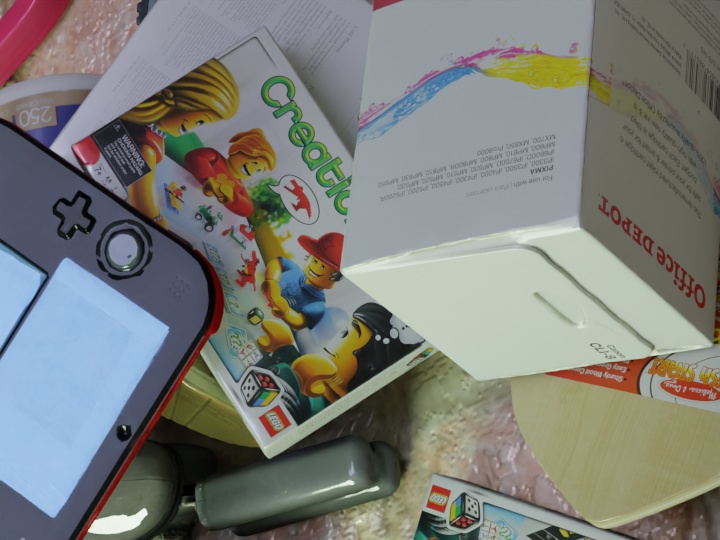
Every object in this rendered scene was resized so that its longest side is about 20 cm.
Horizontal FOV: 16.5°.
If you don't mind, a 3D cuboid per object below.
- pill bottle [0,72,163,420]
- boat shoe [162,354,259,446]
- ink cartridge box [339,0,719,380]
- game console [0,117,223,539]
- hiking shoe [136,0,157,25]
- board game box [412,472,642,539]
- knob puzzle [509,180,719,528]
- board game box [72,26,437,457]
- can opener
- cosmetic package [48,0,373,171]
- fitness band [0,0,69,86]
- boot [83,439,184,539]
[{"bbox_3d":[-0.169,-0.007,1.493,0.115,0.116,0.201,-21,67,31],"label":"pill bottle"},{"bbox_3d":[-0.125,0.029,1.395,0.200,0.073,0.063,29,67,4],"label":"boat shoe"},{"bbox_3d":[0.094,-0.066,1.270,0.144,0.145,0.201,-12,58,33],"label":"ink cartridge box"},{"bbox_3d":[-0.183,0.043,1.322,0.177,0.031,0.200,34,94,14],"label":"game console"},{"bbox_3d":[-0.081,-0.102,1.492,0.086,0.074,0.201,-13,70,10],"label":"hiking shoe"},{"bbox_3d":[0.105,0.193,1.291,0.200,0.035,0.127,15,88,38],"label":"board game box"},{"bbox_3d":[0.160,0.042,1.278,0.219,0.030,0.220,-18,55,28],"label":"knob puzzle"},{"bbox_3d":[-0.051,-0.016,1.348,0.126,0.035,0.200,-33,79,-6],"label":"board game box"},{"bbox_3d":[-0.071,0.117,1.428,0.200,0.053,0.067,-18,69,31],"label":"can opener"},{"bbox_3d":[-0.071,-0.082,1.415,0.151,0.052,0.200,35,84,13],"label":"cosmetic package"},{"bbox_3d":[-0.266,-0.187,1.662,0.200,0.037,0.144,-45,59,20],"label":"fitness band"},{"bbox_3d":[-0.211,0.123,1.400,0.199,0.132,0.070,-9,72,22],"label":"boot"}]
